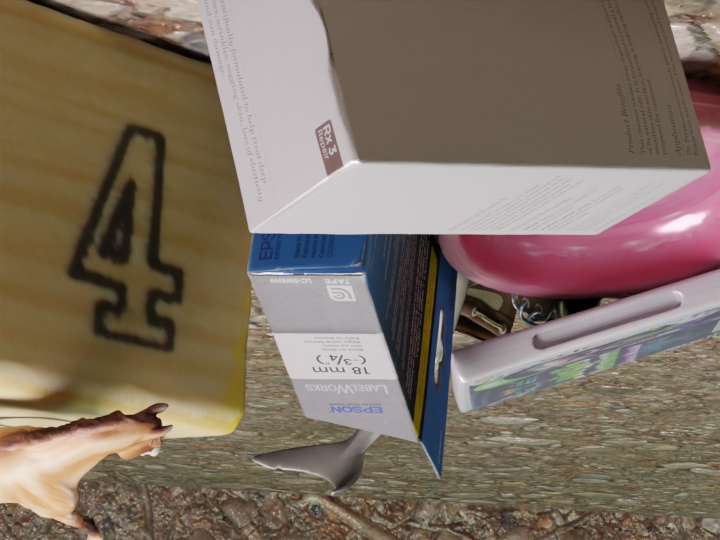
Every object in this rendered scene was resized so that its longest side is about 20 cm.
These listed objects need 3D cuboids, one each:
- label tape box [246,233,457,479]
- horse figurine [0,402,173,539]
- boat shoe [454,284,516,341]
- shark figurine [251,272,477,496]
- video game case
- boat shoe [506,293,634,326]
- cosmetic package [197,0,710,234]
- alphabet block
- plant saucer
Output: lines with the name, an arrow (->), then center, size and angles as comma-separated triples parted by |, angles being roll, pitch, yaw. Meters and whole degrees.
label tape box -> 0.000, 0.000, 1.189 | 0.063, 0.145, 0.200 | -2, 144, 13
horse figurine -> -0.195, 0.094, 1.104 | 0.199, 0.050, 0.133 | 10, 155, -4
boat shoe -> 0.025, 0.015, 1.577 | 0.201, 0.075, 0.075 | 8, 167, -24
shark figurine -> 0.014, 0.034, 1.396 | 0.089, 0.215, 0.128 | 37, -145, 22
video game case -> 0.143, 0.043, 1.364 | 0.181, 0.023, 0.200 | -17, 172, 0
boat shoe -> 0.128, 0.000, 1.492 | 0.199, 0.073, 0.072 | -6, 165, 33
cosmetic package -> 0.041, -0.078, 0.949 | 0.199, 0.113, 0.081 | 1, 159, -36
alphabet block -> -0.189, -0.017, 1.184 | 0.195, 0.198, 0.200 | -5, 166, 40
plant saucer -> 0.139, -0.047, 1.229 | 0.199, 0.051, 0.201 | -5, 154, -2
